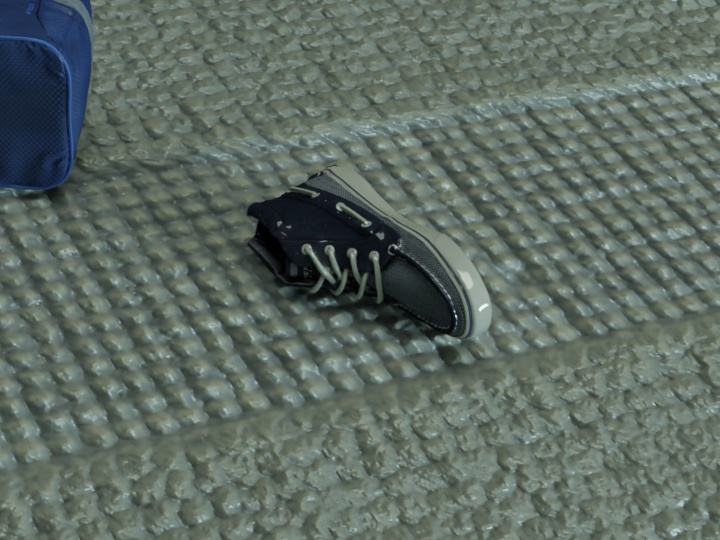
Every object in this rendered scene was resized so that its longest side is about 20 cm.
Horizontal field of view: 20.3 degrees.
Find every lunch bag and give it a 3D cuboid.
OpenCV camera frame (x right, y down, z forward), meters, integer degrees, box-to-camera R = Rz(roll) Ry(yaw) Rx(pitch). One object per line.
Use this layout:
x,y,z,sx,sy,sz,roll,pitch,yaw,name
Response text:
-0.298,-0.152,1.488,0.199,0.136,0.133,6,36,-3,lunch bag

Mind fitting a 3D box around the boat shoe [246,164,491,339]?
0.000,0.000,1.418,0.092,0.075,0.200,-23,39,-27,boat shoe
